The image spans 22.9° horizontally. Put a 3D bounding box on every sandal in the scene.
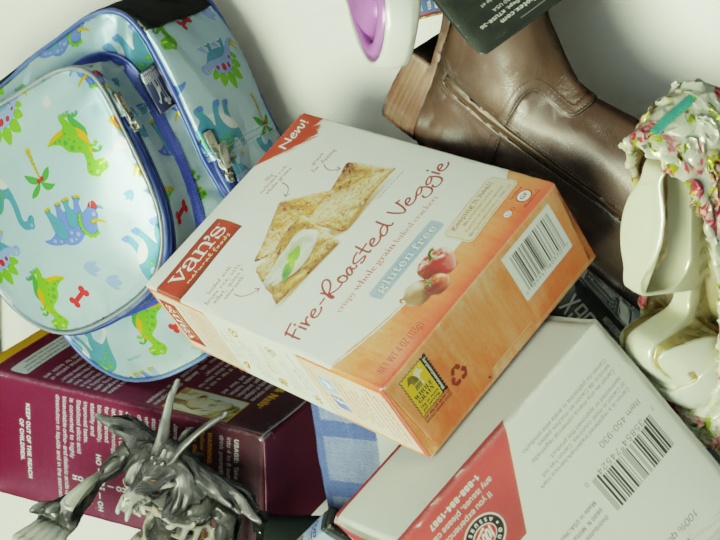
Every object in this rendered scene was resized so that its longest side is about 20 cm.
[{"bbox_3d":[-0.018,-0.181,0.912,0.203,0.050,0.083,-115,27,-46],"label":"sandal"}]

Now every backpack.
[{"bbox_3d":[-0.135,-0.039,1.032,0.183,0.147,0.201,-27,98,34],"label":"backpack"}]

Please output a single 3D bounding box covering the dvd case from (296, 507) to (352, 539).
[{"bbox_3d":[-0.011,0.216,0.950,0.142,0.018,0.200,32,127,-13],"label":"dvd case"}]

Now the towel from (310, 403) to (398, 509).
[{"bbox_3d":[0.066,0.114,0.981,0.199,0.024,0.148,2,111,29],"label":"towel"}]

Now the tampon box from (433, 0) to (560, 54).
[{"bbox_3d":[0.047,-0.227,0.771,0.150,0.126,0.200,-35,46,11],"label":"tampon box"}]

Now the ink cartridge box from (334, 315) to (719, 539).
[{"bbox_3d":[0.109,0.142,0.862,0.200,0.147,0.083,49,164,-17],"label":"ink cartridge box"}]

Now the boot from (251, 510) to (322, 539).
[{"bbox_3d":[0.014,0.144,0.965,0.162,0.073,0.199,-7,113,29],"label":"boot"}]

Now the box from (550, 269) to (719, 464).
[{"bbox_3d":[0.138,0.111,0.995,0.200,0.050,0.158,48,121,5],"label":"box"}]

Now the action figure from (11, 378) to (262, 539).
[{"bbox_3d":[-0.124,0.162,0.995,0.118,0.102,0.201,26,126,16],"label":"action figure"}]

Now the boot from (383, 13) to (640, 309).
[{"bbox_3d":[0.126,-0.083,0.876,0.200,0.064,0.187,38,137,10],"label":"boot"}]

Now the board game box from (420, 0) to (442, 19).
[{"bbox_3d":[0.098,-0.220,0.910,0.199,0.046,0.152,-6,104,28],"label":"board game box"}]

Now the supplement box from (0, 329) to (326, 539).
[{"bbox_3d":[-0.121,0.097,1.092,0.199,0.110,0.086,11,113,22],"label":"supplement box"}]

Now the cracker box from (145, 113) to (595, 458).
[{"bbox_3d":[0.000,0.000,0.896,0.200,0.134,0.058,19,152,48],"label":"cracker box"}]

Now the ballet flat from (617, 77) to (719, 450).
[{"bbox_3d":[0.148,0.007,0.831,0.076,0.064,0.201,26,133,48],"label":"ballet flat"}]
